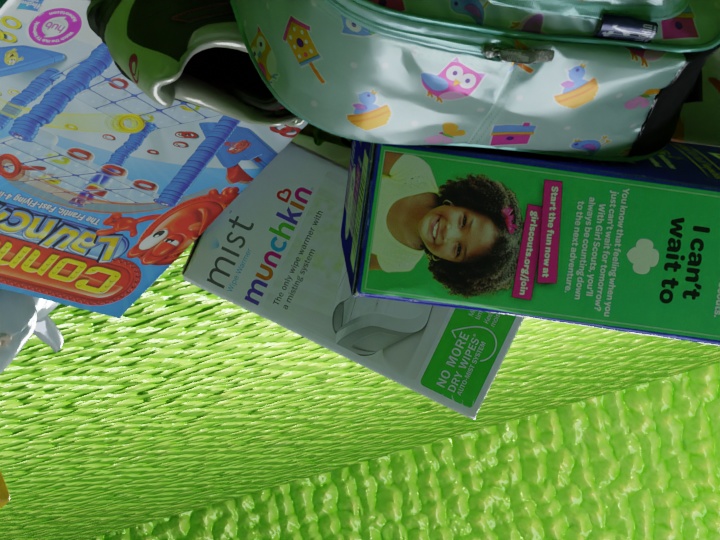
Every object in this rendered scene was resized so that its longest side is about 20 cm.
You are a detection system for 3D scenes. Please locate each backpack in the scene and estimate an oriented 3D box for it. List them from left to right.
[{"bbox_3d":[0.047,-0.142,1.168,0.199,0.176,0.153,-3,146,-13],"label":"backpack"}]

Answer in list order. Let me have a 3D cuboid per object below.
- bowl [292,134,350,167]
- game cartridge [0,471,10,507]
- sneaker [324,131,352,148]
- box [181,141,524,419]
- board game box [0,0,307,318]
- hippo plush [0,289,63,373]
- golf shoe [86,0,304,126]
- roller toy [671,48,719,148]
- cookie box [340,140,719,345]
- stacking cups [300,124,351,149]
[{"bbox_3d":[0.003,-0.062,1.678,0.200,0.094,0.201,-9,-148,6],"label":"bowl"},{"bbox_3d":[-0.293,0.056,1.503,0.032,0.177,0.200,-32,159,23],"label":"game cartridge"},{"bbox_3d":[0.041,-0.077,1.480,0.200,0.076,0.076,27,-166,1],"label":"sneaker"},{"bbox_3d":[0.000,0.000,1.510,0.176,0.097,0.200,26,-178,0],"label":"box"},{"bbox_3d":[-0.146,-0.074,1.347,0.200,0.056,0.196,16,131,-40],"label":"board game box"},{"bbox_3d":[-0.229,-0.004,1.513,0.161,0.159,0.200,-49,-175,-39],"label":"hippo plush"},{"bbox_3d":[-0.026,-0.096,1.247,0.200,0.088,0.077,3,130,-25],"label":"golf shoe"},{"bbox_3d":[0.125,-0.114,1.384,0.182,0.140,0.200,4,136,0],"label":"roller toy"},{"bbox_3d":[0.095,-0.023,1.251,0.199,0.075,0.171,7,-171,-3],"label":"cookie box"},{"bbox_3d":[0.040,-0.084,1.550,0.199,0.061,0.061,16,172,8],"label":"stacking cups"}]
